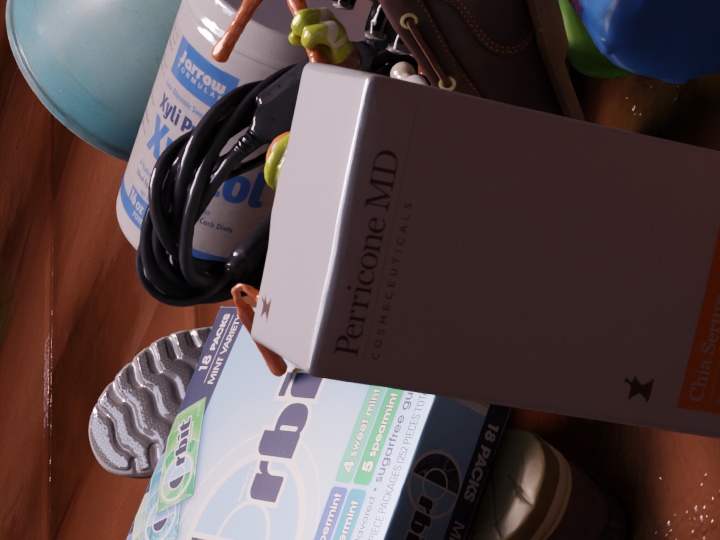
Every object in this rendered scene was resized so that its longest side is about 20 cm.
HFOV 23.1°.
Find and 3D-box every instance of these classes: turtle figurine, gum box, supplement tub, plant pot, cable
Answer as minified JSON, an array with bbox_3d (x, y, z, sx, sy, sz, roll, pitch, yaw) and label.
[{"bbox_3d":[0.006,-0.016,0.731,0.161,0.064,0.200,37,133,43],"label":"turtle figurine"},{"bbox_3d":[-0.027,0.101,0.806,0.200,0.045,0.170,-1,64,54],"label":"gum box"},{"bbox_3d":[-0.077,-0.100,1.175,0.132,0.132,0.200,-106,32,-51],"label":"supplement tub"},{"bbox_3d":[-0.131,-0.211,1.316,0.188,0.200,0.200,-39,42,38],"label":"plant pot"},{"bbox_3d":[-0.044,-0.053,0.991,0.051,0.200,0.163,46,172,21],"label":"cable"}]

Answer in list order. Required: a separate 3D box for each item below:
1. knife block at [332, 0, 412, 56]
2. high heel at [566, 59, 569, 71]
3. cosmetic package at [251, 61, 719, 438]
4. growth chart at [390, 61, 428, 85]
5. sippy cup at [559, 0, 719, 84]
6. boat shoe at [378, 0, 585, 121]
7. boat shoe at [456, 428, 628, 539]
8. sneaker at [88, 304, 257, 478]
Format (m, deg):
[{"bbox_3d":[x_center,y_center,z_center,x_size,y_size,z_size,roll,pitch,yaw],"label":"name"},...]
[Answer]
[{"bbox_3d":[0.070,-0.187,0.791,0.064,0.200,0.176,51,168,56],"label":"knife block"},{"bbox_3d":[0.099,-0.146,0.845,0.200,0.071,0.143,-58,42,35],"label":"high heel"},{"bbox_3d":[0.072,-0.003,0.621,0.071,0.200,0.102,-154,75,-68],"label":"cosmetic package"},{"bbox_3d":[0.000,0.000,0.908,0.200,0.018,0.145,-64,28,16],"label":"growth chart"},{"bbox_3d":[0.121,-0.150,0.685,0.139,0.178,0.131,-24,58,15],"label":"sippy cup"},{"bbox_3d":[0.056,-0.071,0.741,0.070,0.070,0.200,63,-179,44],"label":"boat shoe"},{"bbox_3d":[0.051,0.107,0.816,0.072,0.066,0.201,-64,21,-13],"label":"boat shoe"},{"bbox_3d":[-0.061,0.064,1.017,0.075,0.200,0.082,55,168,23],"label":"sneaker"}]
